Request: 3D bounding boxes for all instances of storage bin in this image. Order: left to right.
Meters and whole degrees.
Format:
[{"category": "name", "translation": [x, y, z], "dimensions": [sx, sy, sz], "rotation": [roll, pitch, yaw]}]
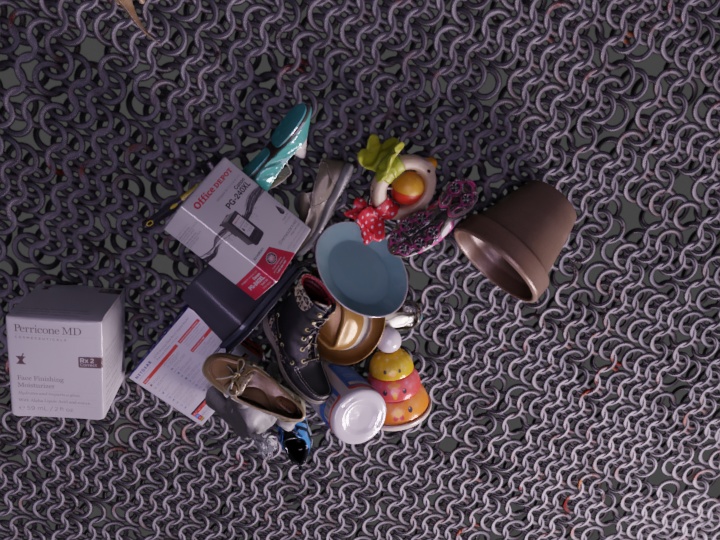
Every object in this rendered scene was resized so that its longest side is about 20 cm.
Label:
[{"category": "storage bin", "translation": [-0.224, 0.032, 1.205], "dimensions": [0.134, 0.200, 0.146], "rotation": [44, 141, -6]}]

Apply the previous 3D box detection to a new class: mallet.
[{"category": "mallet", "translation": [-0.316, -0.128, 1.213], "dimensions": [0.200, 0.041, 0.066], "rotation": [-40, 106, 14]}]

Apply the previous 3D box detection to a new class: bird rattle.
[{"category": "bird rattle", "translation": [0.065, -0.144, 1.206], "dimensions": [0.163, 0.113, 0.200], "rotation": [-4, 115, -21]}]

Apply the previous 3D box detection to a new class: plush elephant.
[{"category": "plush elephant", "translation": [-0.176, 0.241, 1.253], "dimensions": [0.200, 0.155, 0.165], "rotation": [46, 139, 21]}]

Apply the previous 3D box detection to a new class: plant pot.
[{"category": "plant pot", "translation": [0.303, -0.067, 1.217], "dimensions": [0.175, 0.200, 0.200], "rotation": [-45, 108, -7]}]

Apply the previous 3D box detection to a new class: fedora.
[{"category": "fedora", "translation": [-0.051, 0.085, 1.245], "dimensions": [0.200, 0.082, 0.201], "rotation": [2, 94, 24]}]

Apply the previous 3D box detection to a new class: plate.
[{"category": "plate", "translation": [0.000, 0.000, 1.219], "dimensions": [0.200, 0.200, 0.026], "rotation": [32, 140, -15]}]

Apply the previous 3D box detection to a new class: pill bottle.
[{"category": "pill bottle", "translation": [-0.040, 0.242, 1.274], "dimensions": [0.112, 0.200, 0.112], "rotation": [-7, 107, -22]}]

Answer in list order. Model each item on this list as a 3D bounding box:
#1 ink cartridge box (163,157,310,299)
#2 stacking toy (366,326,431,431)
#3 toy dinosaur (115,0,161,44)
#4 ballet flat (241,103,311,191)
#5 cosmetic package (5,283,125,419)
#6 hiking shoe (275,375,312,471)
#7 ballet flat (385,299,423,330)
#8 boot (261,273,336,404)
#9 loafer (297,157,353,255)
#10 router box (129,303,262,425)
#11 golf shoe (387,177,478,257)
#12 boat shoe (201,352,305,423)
[{"category": "ink cartridge box", "translation": [-0.208, -0.073, 1.125], "dimensions": [0.200, 0.145, 0.083], "rotation": [40, 139, -13]}, {"category": "stacking toy", "translation": [0.059, 0.201, 1.297], "dimensions": [0.146, 0.146, 0.200], "rotation": [-10, 114, -1]}, {"category": "toy dinosaur", "translation": [-0.384, -0.447, 1.053], "dimensions": [0.058, 0.101, 0.200], "rotation": [-24, 110, 4]}, {"category": "ballet flat", "translation": [-0.142, -0.211, 1.187], "dimensions": [0.200, 0.067, 0.070], "rotation": [-47, 131, 12]}, {"category": "cosmetic package", "translation": [-0.540, 0.146, 1.224], "dimensions": [0.165, 0.165, 0.200], "rotation": [4, 110, -7]}, {"category": "hiking shoe", "translation": [-0.143, 0.310, 1.358], "dimensions": [0.074, 0.087, 0.200], "rotation": [-19, 110, 3]}, {"category": "ballet flat", "translation": [0.027, 0.090, 1.301], "dimensions": [0.200, 0.072, 0.072], "rotation": [-1, 110, -4]}, {"category": "boot", "translation": [-0.089, 0.122, 1.167], "dimensions": [0.154, 0.073, 0.204], "rotation": [-48, 65, 39]}, {"category": "loafer", "translation": [-0.083, -0.121, 1.220], "dimensions": [0.070, 0.075, 0.200], "rotation": [28, 103, 0]}, {"category": "router box", "translation": [-0.327, 0.186, 1.318], "dimensions": [0.179, 0.049, 0.200], "rotation": [39, 103, -16]}, {"category": "golf shoe", "translation": [0.139, -0.088, 1.229], "dimensions": [0.200, 0.092, 0.073], "rotation": [-37, 77, 5]}, {"category": "boat shoe", "translation": [-0.181, 0.203, 1.141], "dimensions": [0.200, 0.063, 0.073], "rotation": [28, 78, -7]}]
